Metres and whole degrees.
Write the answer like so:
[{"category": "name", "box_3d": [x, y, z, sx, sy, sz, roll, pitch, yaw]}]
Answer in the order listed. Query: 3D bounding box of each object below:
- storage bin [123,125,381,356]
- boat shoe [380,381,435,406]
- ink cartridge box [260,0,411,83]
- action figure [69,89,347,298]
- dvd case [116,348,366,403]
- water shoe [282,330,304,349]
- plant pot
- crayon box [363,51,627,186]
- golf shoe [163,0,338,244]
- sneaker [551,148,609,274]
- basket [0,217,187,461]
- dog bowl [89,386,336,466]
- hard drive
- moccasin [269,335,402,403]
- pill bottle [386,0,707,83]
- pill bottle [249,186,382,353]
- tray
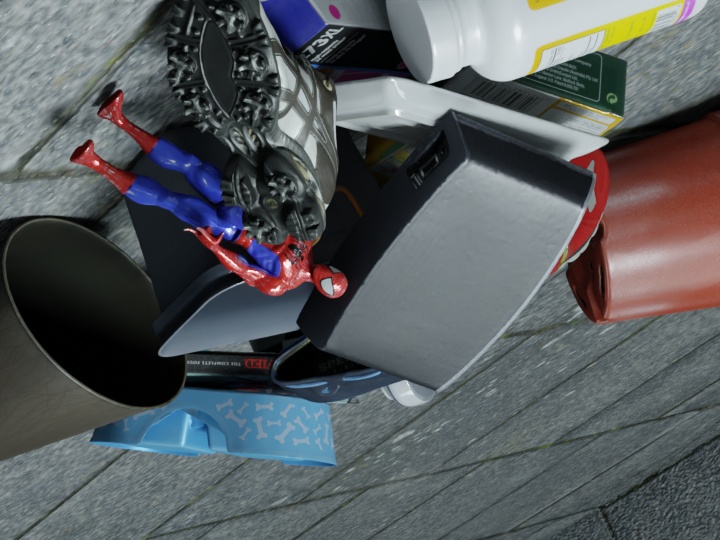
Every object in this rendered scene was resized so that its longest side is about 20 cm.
[{"category": "storage bin", "box_3d": [-0.067, -0.040, 1.584, 0.200, 0.134, 0.146, -13, 161, -38]}, {"category": "boat shoe", "box_3d": [0.021, 0.069, 1.859, 0.065, 0.074, 0.200, -24, -166, 9]}, {"category": "ink cartridge box", "box_3d": [-0.028, -0.149, 1.478, 0.095, 0.037, 0.200, -34, 160, 32]}, {"category": "action figure", "box_3d": [-0.091, -0.040, 1.456, 0.052, 0.200, 0.065, -25, -145, 59]}, {"category": "dvd case", "box_3d": [-0.092, 0.085, 1.766, 0.200, 0.022, 0.146, 1, 169, -5]}, {"category": "water shoe", "box_3d": [0.000, 0.000, 1.714, 0.200, 0.079, 0.071, -36, 173, 40]}, {"category": "plant pot", "box_3d": [0.288, -0.045, 2.022, 0.195, 0.201, 0.201, -13, 162, -10]}, {"category": "crayon box", "box_3d": [0.089, -0.111, 1.618, 0.126, 0.052, 0.200, 16, 153, -21]}, {"category": "golf shoe", "box_3d": [-0.063, -0.115, 1.400, 0.078, 0.200, 0.095, 4, -140, 24]}, {"category": "sneaker", "box_3d": [0.144, -0.034, 1.703, 0.200, 0.077, 0.085, -51, -178, -34]}, {"category": "basket", "box_3d": [-0.262, 0.069, 1.649, 0.200, 0.136, 0.180, -27, 132, 32]}, {"category": "dog bowl", "box_3d": [-0.112, 0.119, 1.726, 0.200, 0.050, 0.111, 3, 172, 21]}, {"category": "hard drive", "box_3d": [0.059, -0.005, 1.501, 0.135, 0.042, 0.200, 21, 122, -26]}, {"category": "moccasin", "box_3d": [0.020, 0.051, 1.614, 0.200, 0.081, 0.068, -34, 157, 29]}, {"category": "pill bottle", "box_3d": [0.121, -0.187, 1.447, 0.200, 0.104, 0.104, -20, 163, -16]}, {"category": "pill bottle", "box_3d": [-0.010, -0.007, 1.821, 0.200, 0.106, 0.106, -23, 164, -4]}, {"category": "tray", "box_3d": [0.062, -0.096, 1.502, 0.200, 0.022, 0.107, 13, 172, -38]}]
